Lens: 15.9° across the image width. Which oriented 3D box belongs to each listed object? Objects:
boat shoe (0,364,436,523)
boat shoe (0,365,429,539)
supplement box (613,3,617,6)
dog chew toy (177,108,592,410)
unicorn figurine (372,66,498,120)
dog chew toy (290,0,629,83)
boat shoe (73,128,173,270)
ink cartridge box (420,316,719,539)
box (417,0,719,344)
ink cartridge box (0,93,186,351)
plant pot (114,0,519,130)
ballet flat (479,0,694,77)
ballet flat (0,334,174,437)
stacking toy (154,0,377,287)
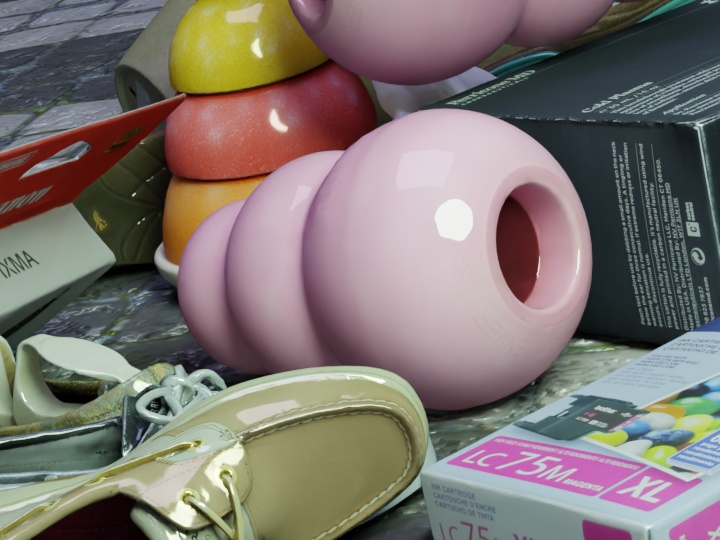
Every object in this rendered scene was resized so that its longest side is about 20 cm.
[{"bbox_3d":[-0.073,0.073,0.981,0.199,0.068,0.074,-11,16,3],"label":"boat shoe"},{"bbox_3d":[-0.065,0.095,0.909,0.200,0.074,0.066,-23,20,-2],"label":"boat shoe"},{"bbox_3d":[0.204,-0.199,1.465,0.101,0.200,0.103,-22,19,-31],"label":"supplement box"},{"bbox_3d":[0.000,0.000,1.097,0.200,0.125,0.124,-7,15,43],"label":"dog chew toy"},{"bbox_3d":[0.049,-0.088,1.281,0.074,0.200,0.137,-45,45,7],"label":"unicorn figurine"},{"bbox_3d":[0.067,-0.155,1.181,0.200,0.125,0.125,-10,14,-22],"label":"dog chew toy"},{"bbox_3d":[-0.140,-0.034,1.390,0.200,0.072,0.068,-23,21,-25],"label":"boat shoe"},{"bbox_3d":[0.134,0.059,0.933,0.200,0.042,0.119,-22,19,-35],"label":"ink cartridge box"},{"bbox_3d":[0.164,-0.050,1.161,0.200,0.104,0.182,-23,19,-34],"label":"box"},{"bbox_3d":[-0.164,0.001,1.150,0.174,0.044,0.200,-38,-3,23],"label":"ink cartridge box"},{"bbox_3d":[-0.037,-0.129,1.500,0.200,0.187,0.187,-34,23,-19],"label":"plant pot"},{"bbox_3d":[0.133,-0.116,1.416,0.200,0.068,0.072,-29,13,27],"label":"ballet flat"},{"bbox_3d":[-0.144,0.058,1.089,0.200,0.071,0.071,2,21,41],"label":"ballet flat"},{"bbox_3d":[-0.051,-0.097,1.306,0.146,0.200,0.146,-11,15,3],"label":"stacking toy"}]
